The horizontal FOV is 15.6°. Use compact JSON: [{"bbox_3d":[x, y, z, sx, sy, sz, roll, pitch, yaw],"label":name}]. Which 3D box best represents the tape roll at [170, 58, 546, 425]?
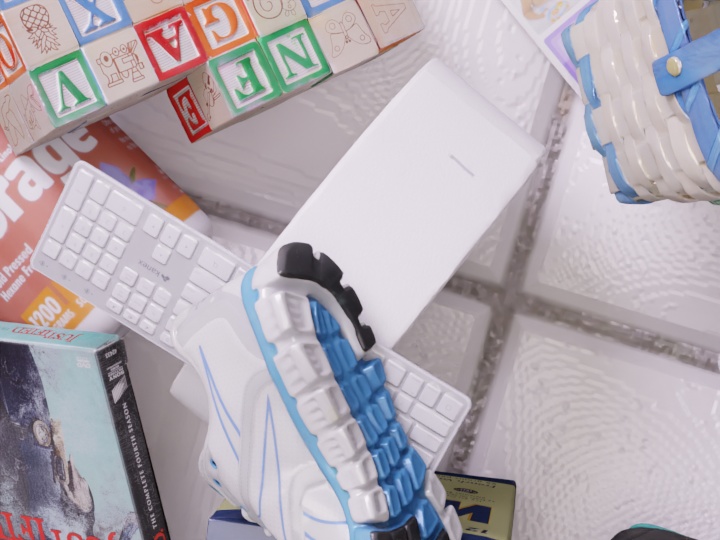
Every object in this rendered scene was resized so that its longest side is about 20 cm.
[{"bbox_3d":[0.000,0.000,1.215,0.071,0.202,0.203,39,96,2],"label":"tape roll"}]

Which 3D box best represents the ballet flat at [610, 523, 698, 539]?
[{"bbox_3d":[0.200,0.174,1.228,0.199,0.068,0.068,10,124,20],"label":"ballet flat"}]

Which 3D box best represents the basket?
[{"bbox_3d":[0.203,-0.104,1.162,0.175,0.200,0.140,-14,79,-34],"label":"basket"}]

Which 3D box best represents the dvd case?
[{"bbox_3d":[-0.149,0.119,1.263,0.145,0.022,0.201,6,117,39],"label":"dvd case"}]

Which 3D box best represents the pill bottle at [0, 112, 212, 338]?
[{"bbox_3d":[-0.177,-0.050,1.271,0.200,0.112,0.112,44,97,0],"label":"pill bottle"}]

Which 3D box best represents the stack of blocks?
[{"bbox_3d":[-0.082,-0.123,1.233,0.199,0.059,0.116,-26,92,-28],"label":"stack of blocks"}]

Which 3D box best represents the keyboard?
[{"bbox_3d":[-0.048,0.026,1.124,0.199,0.011,0.056,31,120,6],"label":"keyboard"}]

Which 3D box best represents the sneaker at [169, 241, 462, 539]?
[{"bbox_3d":[-0.020,0.093,1.101,0.086,0.075,0.201,-21,91,30],"label":"sneaker"}]

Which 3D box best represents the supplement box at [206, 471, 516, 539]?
[{"bbox_3d":[-0.004,0.202,1.231,0.133,0.200,0.202,6,95,4],"label":"supplement box"}]

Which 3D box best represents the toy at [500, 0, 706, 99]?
[{"bbox_3d":[0.090,-0.195,1.270,0.115,0.047,0.200,-39,91,5],"label":"toy"}]

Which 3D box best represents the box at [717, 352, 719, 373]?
[{"bbox_3d":[0.273,0.060,1.112,0.198,0.200,0.172,-13,105,17],"label":"box"}]
